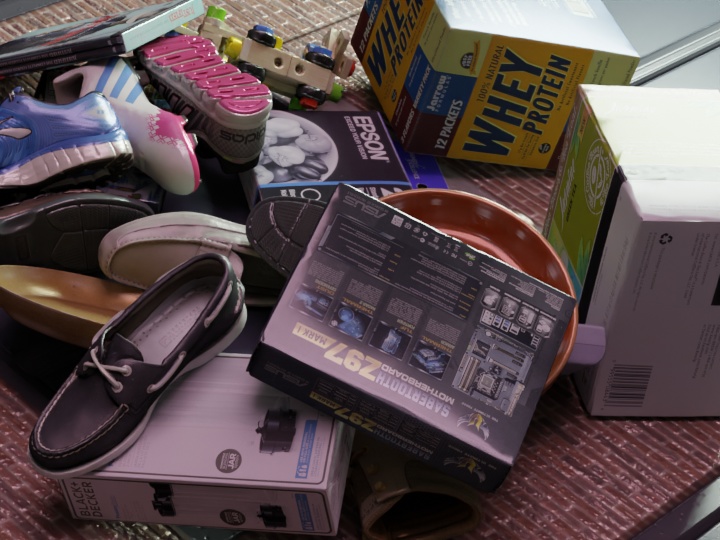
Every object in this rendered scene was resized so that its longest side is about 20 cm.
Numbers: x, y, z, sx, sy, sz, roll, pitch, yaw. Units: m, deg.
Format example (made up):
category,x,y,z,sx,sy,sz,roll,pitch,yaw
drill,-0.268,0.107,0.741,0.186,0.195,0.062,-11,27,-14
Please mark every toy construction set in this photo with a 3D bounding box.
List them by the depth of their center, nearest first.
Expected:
category,x,y,z,sx,sy,sz,roll,pitch,yaw
toy construction set,-0.091,-0.194,1.955,0.198,0.093,0.131,3,-4,-21

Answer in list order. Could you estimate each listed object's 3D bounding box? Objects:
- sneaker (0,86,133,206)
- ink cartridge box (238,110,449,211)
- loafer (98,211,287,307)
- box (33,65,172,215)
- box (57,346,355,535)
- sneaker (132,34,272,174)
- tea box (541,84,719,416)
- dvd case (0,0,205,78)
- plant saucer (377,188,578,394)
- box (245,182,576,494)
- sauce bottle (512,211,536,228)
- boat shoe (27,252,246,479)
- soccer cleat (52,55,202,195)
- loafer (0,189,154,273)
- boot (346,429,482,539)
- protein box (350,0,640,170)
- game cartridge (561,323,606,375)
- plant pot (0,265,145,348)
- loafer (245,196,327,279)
category,x,y,z,sx,sy,sz,roll,pitch,yaw
sneaker,-0.294,-0.099,1.727,0.198,0.079,0.090,-15,71,-7
ink cartridge box,-0.005,-0.076,1.856,0.198,0.044,0.199,0,37,-17
loafer,-0.116,-0.004,1.703,0.198,0.070,0.070,1,37,-17
box,-0.234,-0.112,1.847,0.136,0.040,0.201,10,36,-2
box,-0.108,0.122,1.487,0.198,0.060,0.117,3,52,12
sneaker,-0.145,-0.146,1.839,0.073,0.088,0.200,-15,34,-32
tea box,0.243,-0.018,1.705,0.132,0.201,0.197,1,35,-13
dvd case,-0.259,-0.209,1.891,0.199,0.022,0.146,-6,17,29
plant saucer,0.064,0.028,1.551,0.199,0.032,0.202,5,55,-8
box,0.039,0.047,1.473,0.199,0.051,0.158,25,53,0
sauce bottle,0.064,0.004,1.749,0.199,0.065,0.065,-20,46,-33
boat shoe,-0.163,0.063,1.463,0.075,0.061,0.200,30,62,25
soccer cleat,-0.204,-0.118,1.780,0.086,0.070,0.200,-18,39,-20
loafer,-0.269,-0.035,1.700,0.199,0.072,0.063,-12,35,-25
boot,-0.013,0.136,1.545,0.198,0.073,0.156,5,37,-13
protein box,0.124,-0.211,1.967,0.198,0.136,0.199,5,35,-23
game cartridge,0.086,0.059,1.635,0.198,0.133,0.041,4,78,-9
plant pot,-0.196,0.037,1.605,0.198,0.028,0.200,15,6,-2
loafer,0.000,0.000,1.665,0.199,0.063,0.072,21,75,21
